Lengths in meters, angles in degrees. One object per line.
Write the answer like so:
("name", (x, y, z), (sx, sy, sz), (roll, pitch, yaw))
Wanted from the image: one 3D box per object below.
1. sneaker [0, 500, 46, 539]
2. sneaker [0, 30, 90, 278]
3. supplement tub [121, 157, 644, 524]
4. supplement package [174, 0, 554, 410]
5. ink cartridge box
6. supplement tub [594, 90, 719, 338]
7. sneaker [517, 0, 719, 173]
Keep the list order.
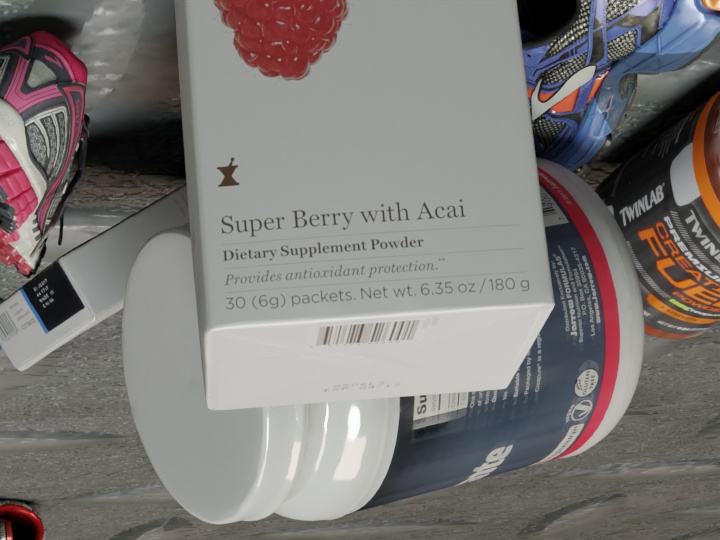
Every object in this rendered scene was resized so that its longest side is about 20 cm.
("sneaker", (-0.386, 0.247, 1.833), (0.200, 0.068, 0.108), (2, 160, -36))
("sneaker", (-0.161, -0.051, 0.950), (0.081, 0.075, 0.200), (40, 165, -6))
("supplement tub", (0.011, 0.029, 0.881), (0.199, 0.141, 0.140), (-10, 167, -33))
("supplement package", (-0.006, -0.062, 0.743), (0.120, 0.202, 0.120), (-4, 163, -5))
("ink cartridge box", (-0.091, -0.020, 1.036), (0.200, 0.039, 0.099), (-32, 180, -37))
("supplement tub", (0.202, -0.040, 1.060), (0.106, 0.108, 0.200), (0, 161, -22))
("sneaker", (0.088, -0.105, 0.892), (0.078, 0.076, 0.200), (12, 152, -17))
